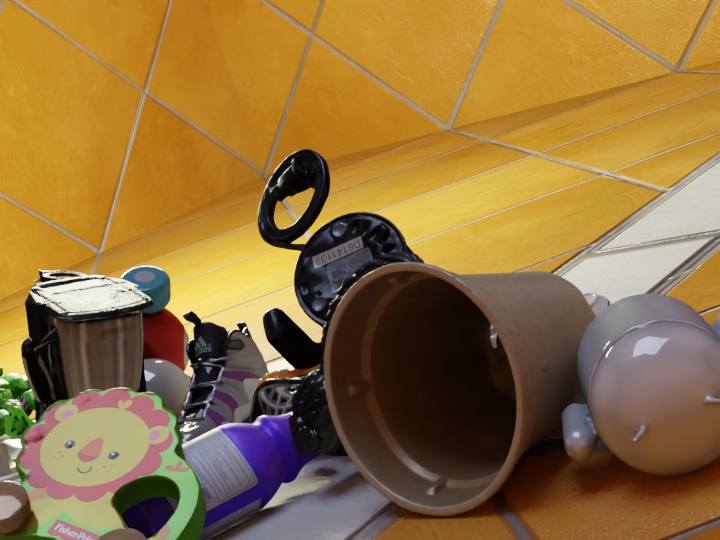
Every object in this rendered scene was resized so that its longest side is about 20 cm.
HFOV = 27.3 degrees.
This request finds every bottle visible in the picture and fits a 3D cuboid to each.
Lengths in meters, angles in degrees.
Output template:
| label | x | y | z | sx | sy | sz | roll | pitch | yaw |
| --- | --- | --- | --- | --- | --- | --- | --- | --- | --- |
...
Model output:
| label | x | y | z | sx | sy | sz | roll | pitch | yaw |
| --- | --- | --- | --- | --- | --- | --- | --- | --- | --- |
| bottle | -0.116 | 0.181 | 1.323 | 0.199 | 0.084 | 0.066 | -25 | -32 | -30 |

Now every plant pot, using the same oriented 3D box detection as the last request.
| label | x | y | z | sx | sy | sz | roll | pitch | yaw |
| --- | --- | --- | --- | --- | --- | --- | --- | --- | --- |
| plant pot | 0.103 | 0.080 | 1.221 | 0.199 | 0.202 | 0.183 | -10 | 2 | 42 |

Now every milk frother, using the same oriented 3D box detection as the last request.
| label | x | y | z | sx | sy | sz | roll | pitch | yaw |
| --- | --- | --- | --- | --- | --- | --- | --- | --- | --- |
| milk frother | 0.000 | 0.000 | 1.463 | 0.179 | 0.202 | 0.188 | -8 | -26 | 22 |

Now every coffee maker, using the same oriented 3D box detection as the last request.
| label | x | y | z | sx | sy | sz | roll | pitch | yaw |
| --- | --- | --- | --- | --- | --- | --- | --- | --- | --- |
| coffee maker | -0.281 | 0.115 | 1.564 | 0.133 | 0.202 | 0.192 | -2 | 14 | -8 |

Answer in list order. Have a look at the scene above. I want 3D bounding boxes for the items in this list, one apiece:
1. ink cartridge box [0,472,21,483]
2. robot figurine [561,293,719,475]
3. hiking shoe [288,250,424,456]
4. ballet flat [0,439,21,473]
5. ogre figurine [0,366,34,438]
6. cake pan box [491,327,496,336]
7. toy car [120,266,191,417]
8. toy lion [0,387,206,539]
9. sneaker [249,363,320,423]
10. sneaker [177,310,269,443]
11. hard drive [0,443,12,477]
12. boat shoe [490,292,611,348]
| label | x | y | z | sx | sy | sz | roll | pitch | yaw |
| --- | --- | --- | --- | --- | --- | --- | --- | --- | --- |
| ink cartridge box | -0.324 | 0.245 | 1.352 | 0.198 | 0.085 | 0.146 | -18 | 11 | 4 |
| robot figurine | 0.224 | 0.085 | 1.116 | 0.169 | 0.113 | 0.200 | -37 | 8 | 8 |
| hiking shoe | 0.015 | 0.077 | 1.314 | 0.100 | 0.201 | 0.076 | 19 | 15 | -40 |
| ballet flat | -0.400 | 0.223 | 1.664 | 0.199 | 0.070 | 0.069 | -12 | 12 | 36 |
| ogre figurine | -0.470 | 0.178 | 1.966 | 0.119 | 0.099 | 0.200 | 8 | 38 | 28 |
| cake pan box | 0.086 | 0.074 | 1.607 | 0.183 | 0.053 | 0.200 | -13 | 12 | 20 |
| toy car | -0.238 | 0.131 | 1.700 | 0.176 | 0.186 | 0.199 | -26 | 41 | -37 |
| toy lion | -0.211 | 0.179 | 1.237 | 0.199 | 0.069 | 0.192 | 15 | 45 | 28 |
| sneaker | -0.054 | 0.142 | 1.448 | 0.200 | 0.078 | 0.078 | -27 | 39 | 53 |
| sneaker | -0.168 | 0.114 | 1.594 | 0.077 | 0.141 | 0.200 | -14 | 11 | 25 |
| hard drive | -0.420 | 0.225 | 1.494 | 0.025 | 0.133 | 0.200 | -14 | 11 | 21 |
| boat shoe | 0.193 | 0.053 | 1.472 | 0.073 | 0.066 | 0.200 | -12 | 13 | 35 |
